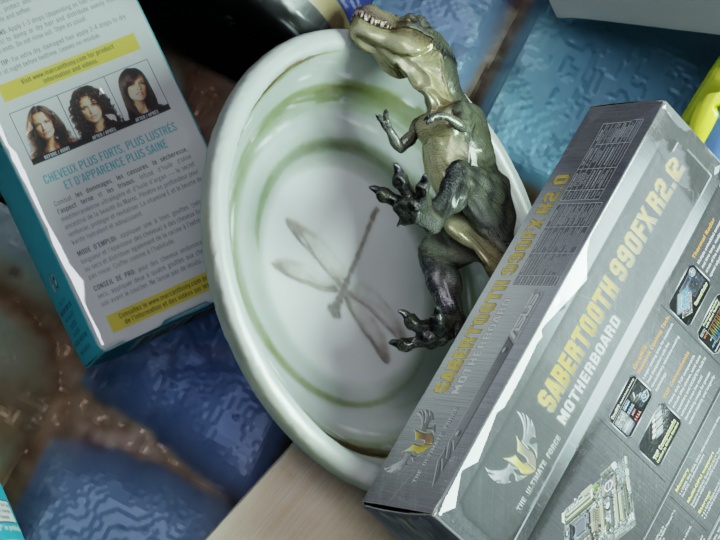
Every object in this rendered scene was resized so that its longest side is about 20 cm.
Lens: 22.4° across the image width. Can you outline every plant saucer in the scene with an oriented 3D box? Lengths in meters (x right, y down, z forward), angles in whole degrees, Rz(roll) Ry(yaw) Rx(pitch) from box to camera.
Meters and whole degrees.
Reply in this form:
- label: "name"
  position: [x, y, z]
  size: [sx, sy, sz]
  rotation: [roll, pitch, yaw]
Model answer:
- label: "plant saucer"
  position: [0.000, 0.000, 0.770]
  size: [0.199, 0.050, 0.201]
  rotation: [18, 64, -41]

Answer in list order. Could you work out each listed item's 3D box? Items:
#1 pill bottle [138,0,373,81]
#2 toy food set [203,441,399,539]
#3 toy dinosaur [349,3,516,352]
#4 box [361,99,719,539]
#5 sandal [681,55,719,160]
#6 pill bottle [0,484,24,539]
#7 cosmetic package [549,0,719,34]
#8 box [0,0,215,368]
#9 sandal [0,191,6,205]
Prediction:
- label: "pill bottle"
  position: [-0.020, -0.190, 0.825]
  size: [0.111, 0.112, 0.201]
  rotation: [26, 74, 5]
- label: "toy food set"
  position: [-0.031, 0.176, 0.753]
  size: [0.143, 0.060, 0.200]
  rotation: [44, 77, -2]
- label: "toy dinosaur"
  position: [0.040, -0.016, 0.750]
  size: [0.088, 0.047, 0.201]
  rotation: [-34, 104, -53]
- label: "box"
  position: [0.110, 0.058, 0.743]
  size: [0.158, 0.048, 0.201]
  rotation: [42, 67, -27]
- label: "sandal"
  position: [0.220, -0.099, 0.830]
  size: [0.087, 0.080, 0.200]
  rotation: [43, 78, 6]
- label: "pill bottle"
  position: [-0.212, 0.074, 0.739]
  size: [0.110, 0.111, 0.201]
  rotation: [-23, 76, -9]
- label: "cosmetic package"
  position: [0.171, -0.162, 0.781]
  size: [0.199, 0.085, 0.108]
  rotation: [15, 58, 44]
- label: "box"
  position: [-0.122, -0.067, 0.780]
  size: [0.082, 0.049, 0.201]
  rotation: [-24, 86, -22]
- label: "sandal"
  position: [-0.164, -0.067, 0.814]
  size: [0.200, 0.048, 0.076]
  rotation: [26, 74, 4]
